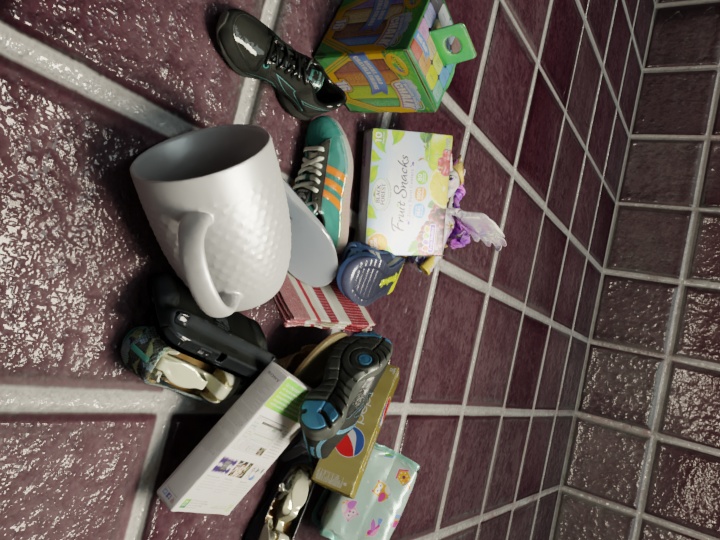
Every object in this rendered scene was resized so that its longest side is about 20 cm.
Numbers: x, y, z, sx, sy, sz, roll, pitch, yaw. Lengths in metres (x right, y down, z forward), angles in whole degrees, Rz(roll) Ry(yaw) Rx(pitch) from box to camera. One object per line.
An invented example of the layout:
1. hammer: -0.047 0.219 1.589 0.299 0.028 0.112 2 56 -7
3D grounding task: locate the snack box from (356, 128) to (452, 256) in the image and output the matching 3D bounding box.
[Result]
1. snack box: 0.071 -0.126 0.972 0.142 0.053 0.201 0 99 -18

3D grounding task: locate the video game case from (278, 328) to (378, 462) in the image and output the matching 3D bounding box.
1. video game case: -0.050 0.189 0.884 0.200 0.019 0.143 -57 -176 -31

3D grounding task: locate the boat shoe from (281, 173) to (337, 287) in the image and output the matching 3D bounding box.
1. boat shoe: -0.097 -0.072 0.769 0.202 0.074 0.086 52 13 -24

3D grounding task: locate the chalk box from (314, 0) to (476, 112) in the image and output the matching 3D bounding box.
1. chalk box: 0.061 -0.310 0.839 0.124 0.199 0.124 47 60 -49

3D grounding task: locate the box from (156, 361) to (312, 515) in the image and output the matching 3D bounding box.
1. box: -0.141 0.216 0.741 0.200 0.036 0.144 -47 153 -8

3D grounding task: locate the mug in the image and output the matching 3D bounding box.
1. mug: -0.148 -0.036 0.625 0.200 0.147 0.176 -92 173 -57

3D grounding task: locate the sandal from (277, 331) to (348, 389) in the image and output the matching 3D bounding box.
1. sandal: -0.103 0.158 0.844 0.078 0.070 0.212 16 107 -56

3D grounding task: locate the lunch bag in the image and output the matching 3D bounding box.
1. lunch bag: 0.004 0.375 0.984 0.171 0.122 0.200 -61 178 -18

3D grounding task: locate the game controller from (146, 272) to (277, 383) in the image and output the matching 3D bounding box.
1. game controller: -0.171 0.072 0.699 0.042 0.104 0.200 -41 142 5

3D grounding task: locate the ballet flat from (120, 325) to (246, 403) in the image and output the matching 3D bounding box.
1. ballet flat: -0.192 0.126 0.695 0.200 0.074 0.074 35 70 -52

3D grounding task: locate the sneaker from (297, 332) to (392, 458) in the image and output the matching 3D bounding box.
1. sneaker: -0.021 0.160 0.790 0.200 0.073 0.082 -46 148 -44

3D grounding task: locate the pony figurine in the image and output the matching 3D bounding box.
1. pony figurine: 0.158 -0.092 1.102 0.200 0.166 0.193 -47 125 -16

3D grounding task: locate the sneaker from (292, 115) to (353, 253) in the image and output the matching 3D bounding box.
1. sneaker: -0.060 -0.116 0.825 0.080 0.071 0.201 -14 106 -51

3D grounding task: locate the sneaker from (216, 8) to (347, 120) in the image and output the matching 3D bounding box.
1. sneaker: -0.093 -0.259 0.737 0.200 0.079 0.076 27 76 -53

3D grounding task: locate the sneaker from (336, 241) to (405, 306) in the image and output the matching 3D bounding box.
1. sneaker: 0.000 0.000 0.856 0.074 0.082 0.200 -65 164 9

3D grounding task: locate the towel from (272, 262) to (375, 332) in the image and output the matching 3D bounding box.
1. towel: -0.067 0.021 0.819 0.023 0.144 0.200 -41 153 21

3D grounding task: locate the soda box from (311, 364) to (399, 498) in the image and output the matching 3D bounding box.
1. soda box: -0.004 0.236 0.895 0.068 0.064 0.200 80 32 -65

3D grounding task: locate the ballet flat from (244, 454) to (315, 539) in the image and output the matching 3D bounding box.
1. ballet flat: -0.117 0.366 0.862 0.073 0.073 0.200 53 54 -47
